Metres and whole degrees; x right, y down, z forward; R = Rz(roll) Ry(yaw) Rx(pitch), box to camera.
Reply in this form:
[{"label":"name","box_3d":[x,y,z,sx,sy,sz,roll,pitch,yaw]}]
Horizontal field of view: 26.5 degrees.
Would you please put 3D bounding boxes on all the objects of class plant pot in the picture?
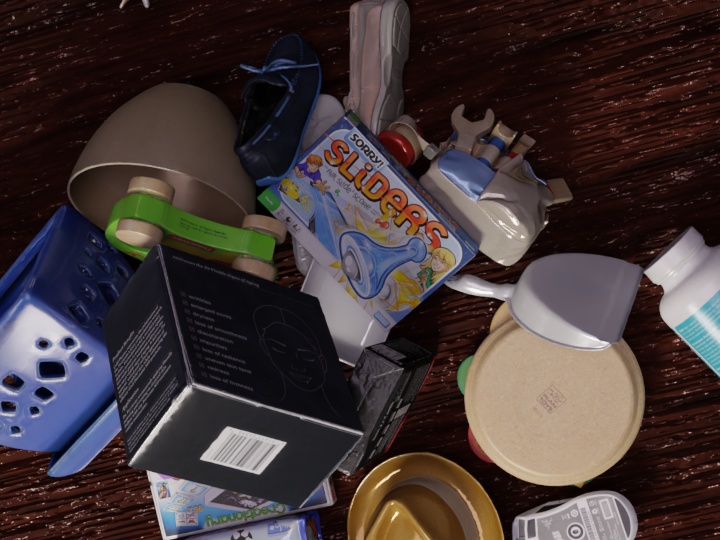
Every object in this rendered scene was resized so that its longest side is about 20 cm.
[{"label":"plant pot","box_3d":[-0.314,0.085,1.622,0.180,0.200,0.200,37,115,-17]},{"label":"plant pot","box_3d":[-0.199,-0.121,1.637,0.200,0.200,0.135,8,66,8]}]

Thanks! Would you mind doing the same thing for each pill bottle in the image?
[{"label":"pill bottle","box_3d":[0.389,0.049,1.587,0.111,0.111,0.200,-44,87,8]}]

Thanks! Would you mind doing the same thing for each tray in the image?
[{"label":"tray","box_3d":[0.000,0.000,1.664,0.107,0.022,0.200,22,86,-5]}]

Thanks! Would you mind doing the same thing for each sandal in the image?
[{"label":"sandal","box_3d":[-0.057,-0.091,1.671,0.050,0.082,0.203,11,100,52]}]

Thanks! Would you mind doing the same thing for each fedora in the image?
[{"label":"fedora","box_3d":[0.058,0.299,1.644,0.200,0.082,0.201,1,93,23]}]

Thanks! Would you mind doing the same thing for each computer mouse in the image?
[{"label":"computer mouse","box_3d":[0.205,0.292,1.663,0.200,0.044,0.110,-18,86,14]}]

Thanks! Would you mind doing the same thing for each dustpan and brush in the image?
[{"label":"dustpan and brush","box_3d":[0.186,0.024,1.620,0.200,0.140,0.057,19,133,10]}]

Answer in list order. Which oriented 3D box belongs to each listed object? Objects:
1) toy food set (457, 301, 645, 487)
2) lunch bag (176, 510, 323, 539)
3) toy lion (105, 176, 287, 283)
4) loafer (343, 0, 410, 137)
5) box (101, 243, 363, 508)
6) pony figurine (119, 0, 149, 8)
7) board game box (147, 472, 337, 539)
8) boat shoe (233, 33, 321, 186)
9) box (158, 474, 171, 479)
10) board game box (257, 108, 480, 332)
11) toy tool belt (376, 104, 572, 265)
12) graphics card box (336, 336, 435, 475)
[{"label":"toy food set","box_3d":[0.204,0.136,1.650,0.200,0.049,0.198,31,97,5]},{"label":"lunch bag","box_3d":[-0.111,0.378,1.673,0.170,0.124,0.200,-14,84,8]},{"label":"toy lion","box_3d":[-0.177,-0.019,1.618,0.200,0.192,0.069,19,70,-20]},{"label":"loafer","box_3d":[0.011,-0.195,1.655,0.063,0.072,0.200,6,87,24]},{"label":"box","box_3d":[-0.127,0.103,1.487,0.200,0.197,0.124,20,124,-32]},{"label":"pony figurine","box_3d":[-0.247,-0.405,1.646,0.193,0.167,0.200,42,83,-4]},{"label":"board game box","box_3d":[-0.137,0.219,1.710,0.200,0.035,0.126,-13,90,9]},{"label":"boat shoe","box_3d":[-0.087,-0.183,1.610,0.084,0.200,0.069,-23,133,27]},{"label":"box","box_3d":[-0.132,0.142,1.674,0.200,0.039,0.137,-12,62,9]},{"label":"board game box","box_3d":[0.009,-0.051,1.607,0.200,0.034,0.135,46,111,-6]},{"label":"toy tool belt","box_3d":[0.124,-0.110,1.627,0.200,0.125,0.123,40,57,3]},{"label":"graphics card box","box_3d":[0.017,0.138,1.600,0.051,0.200,0.126,28,97,9]}]
